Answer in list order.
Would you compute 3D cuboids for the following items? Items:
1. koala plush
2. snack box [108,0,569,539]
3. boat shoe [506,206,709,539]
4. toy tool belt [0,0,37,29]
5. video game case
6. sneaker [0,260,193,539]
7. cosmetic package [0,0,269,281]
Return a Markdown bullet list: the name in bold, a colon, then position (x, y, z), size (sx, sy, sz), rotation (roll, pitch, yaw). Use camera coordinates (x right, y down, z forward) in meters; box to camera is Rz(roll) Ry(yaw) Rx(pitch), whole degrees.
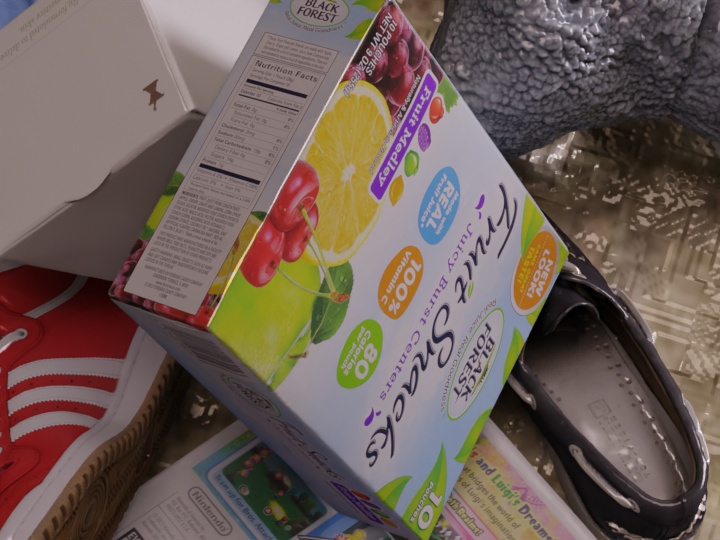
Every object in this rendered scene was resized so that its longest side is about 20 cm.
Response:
- **koala plush**: position (0.141, -0.109, 1.056), size (0.200, 0.177, 0.184), rotation (20, 63, -4)
- **snack box**: position (0.000, 0.000, 0.931), size (0.053, 0.200, 0.142), rotation (18, 72, 33)
- **boat shoe**: position (0.086, 0.030, 1.040), size (0.074, 0.060, 0.200), rotation (-21, 68, -14)
- **toy tool belt**: position (-0.187, -0.078, 1.035), size (0.200, 0.123, 0.125), rotation (-12, 66, -10)
- **video game case**: position (0.005, 0.138, 0.994), size (0.182, 0.024, 0.200), rotation (-33, 65, -19)
- **sneaker**: position (-0.143, 0.061, 0.978), size (0.112, 0.071, 0.200), rotation (18, 35, 6)
- **cosmetic package**: position (-0.061, -0.051, 0.980), size (0.108, 0.200, 0.085), rotation (-33, 66, 23)
